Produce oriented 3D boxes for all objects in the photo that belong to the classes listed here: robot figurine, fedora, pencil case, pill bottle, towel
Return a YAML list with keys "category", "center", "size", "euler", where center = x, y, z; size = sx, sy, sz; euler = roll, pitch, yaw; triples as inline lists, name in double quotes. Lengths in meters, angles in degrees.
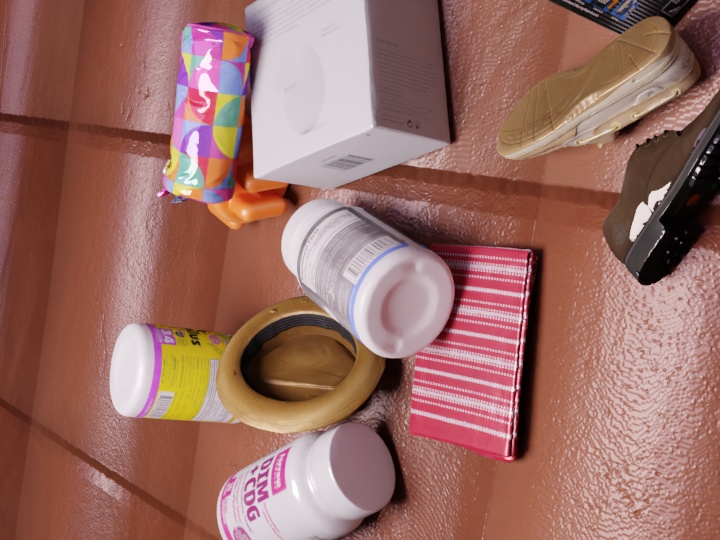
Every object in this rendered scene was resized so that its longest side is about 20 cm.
- category: "robot figurine"
  center: [-0.162, -0.137, 1.222]
  size: [0.116, 0.144, 0.200]
  euler: [-43, 49, -7]
- category: "fedora"
  center: [-0.060, 0.118, 1.091]
  size: [0.200, 0.200, 0.083]
  euler: [36, 156, 42]
- category: "pencil case"
  center: [-0.171, -0.171, 1.091]
  size: [0.088, 0.087, 0.204]
  euler: [24, 107, 45]
- category: "pill bottle"
  center: [-0.183, 0.123, 1.152]
  size: [0.104, 0.197, 0.106]
  euler: [-20, 66, 53]
- category: "pill bottle"
  center: [0.000, 0.000, 1.028]
  size: [0.200, 0.112, 0.116]
  euler: [36, 112, 53]
- category: "towel"
  center: [0.110, 0.078, 0.982]
  size: [0.143, 0.022, 0.204]
  euler: [5, 88, 49]
- category: "pill bottle"
  center: [-0.060, 0.244, 1.081]
  size: [0.199, 0.112, 0.115]
  euler: [-34, 63, 39]

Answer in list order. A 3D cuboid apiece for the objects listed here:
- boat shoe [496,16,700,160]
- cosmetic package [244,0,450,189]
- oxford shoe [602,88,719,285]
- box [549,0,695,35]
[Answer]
- category: "boat shoe"
  center: [0.205, -0.141, 0.864]
  size: [0.199, 0.069, 0.075]
  euler: [-27, 43, 47]
- category: "cosmetic package"
  center: [-0.018, -0.214, 1.070]
  size: [0.197, 0.122, 0.204]
  euler: [-14, 77, 46]
- category: "oxford shoe"
  center: [0.259, -0.093, 0.803]
  size: [0.085, 0.072, 0.202]
  euler: [52, 122, 37]
- category: "box"
  center: [0.231, -0.279, 0.758]
  size: [0.193, 0.198, 0.048]
  euler: [-45, 54, 33]
